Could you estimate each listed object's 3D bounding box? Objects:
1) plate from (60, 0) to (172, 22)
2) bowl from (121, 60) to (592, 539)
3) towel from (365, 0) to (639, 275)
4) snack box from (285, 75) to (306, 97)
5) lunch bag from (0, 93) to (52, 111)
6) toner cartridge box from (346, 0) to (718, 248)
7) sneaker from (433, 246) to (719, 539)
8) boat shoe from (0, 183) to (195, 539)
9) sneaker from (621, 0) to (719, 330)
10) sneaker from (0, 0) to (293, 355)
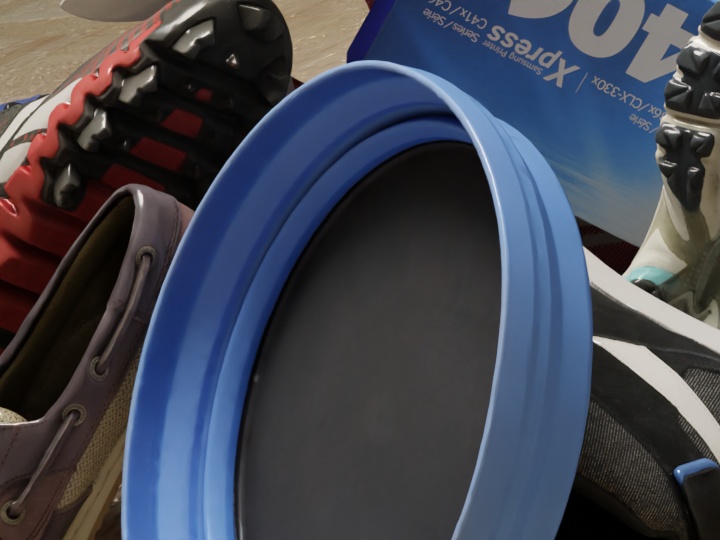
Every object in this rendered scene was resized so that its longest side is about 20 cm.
[{"bbox_3d":[0.009,-0.152,0.960,0.199,0.032,0.200,-28,-1,-31],"label":"plate"},{"bbox_3d":[-0.004,0.040,0.773,0.039,0.201,0.200,15,-3,-32],"label":"bowl"},{"bbox_3d":[0.098,-0.069,1.008,0.146,0.200,0.030,-8,47,24],"label":"towel"},{"bbox_3d":[-0.077,0.020,0.960,0.200,0.024,0.072,-45,34,23],"label":"snack box"},{"bbox_3d":[-0.155,0.000,1.142,0.200,0.133,0.136,-18,16,2],"label":"lunch bag"},{"bbox_3d":[0.103,-0.062,0.928,0.200,0.095,0.043,25,27,-9],"label":"toner cartridge box"},{"bbox_3d":[0.034,0.034,0.813,0.200,0.073,0.112,25,34,26],"label":"sneaker"},{"bbox_3d":[-0.113,0.058,0.879,0.200,0.065,0.072,-52,32,-4],"label":"boat shoe"},{"bbox_3d":[0.134,-0.027,0.857,0.078,0.200,0.086,35,28,17],"label":"sneaker"},{"bbox_3d":[-0.102,-0.038,0.949,0.200,0.071,0.098,-47,36,23],"label":"sneaker"}]
